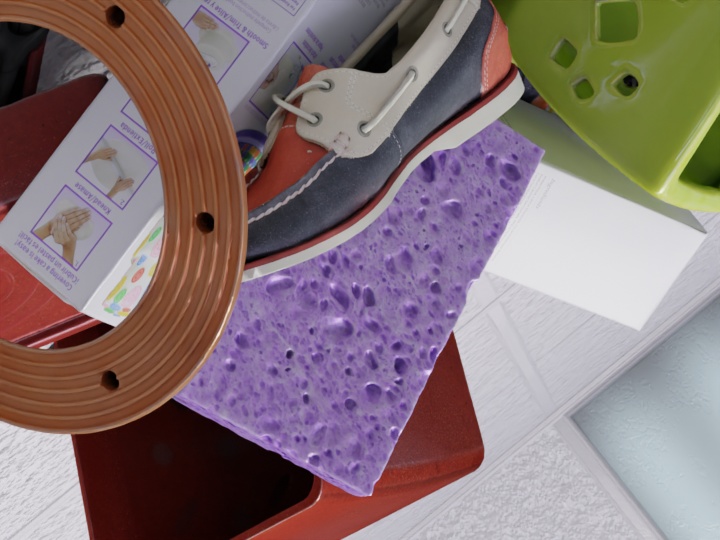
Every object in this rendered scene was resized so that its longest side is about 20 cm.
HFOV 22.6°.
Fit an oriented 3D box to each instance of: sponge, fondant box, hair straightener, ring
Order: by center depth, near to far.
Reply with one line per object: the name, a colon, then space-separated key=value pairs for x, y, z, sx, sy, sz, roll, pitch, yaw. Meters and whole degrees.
ring: x=-0.129 y=-0.034 z=0.711 sx=0.201 sy=0.201 sz=0.019 roll=-46 pitch=172 yaw=28
fondant box: x=-0.059 y=-0.065 z=0.804 sx=0.201 sy=0.058 sz=0.144 roll=-54 pitch=165 yaw=-1
hair straightener: x=-0.176 y=-0.062 z=0.810 sx=0.077 sy=0.041 sz=0.200 roll=-29 pitch=168 yaw=-31
sponge: x=0.000 y=0.000 z=0.898 sx=0.201 sy=0.111 sz=0.030 roll=-62 pitch=-167 yaw=-11

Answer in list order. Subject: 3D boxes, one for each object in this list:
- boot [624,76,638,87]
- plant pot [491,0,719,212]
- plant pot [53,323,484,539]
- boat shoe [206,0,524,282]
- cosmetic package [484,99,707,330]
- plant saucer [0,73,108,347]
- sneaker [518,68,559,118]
boot: x=0.169 y=-0.124 z=1.235 sx=0.149 sy=0.074 sz=0.200 roll=-3 pitch=-167 yaw=16
plant pot: x=0.171 y=-0.165 z=1.026 sx=0.200 sy=0.181 sz=0.200 roll=-58 pitch=160 yaw=11
plant pot: x=-0.043 y=0.071 z=1.056 sx=0.175 sy=0.202 sz=0.199 roll=6 pitch=151 yaw=-43
boat shoe: x=-0.006 y=-0.061 z=0.754 sx=0.071 sy=0.063 sz=0.200 roll=3 pitch=-146 yaw=48
cosmetic package: x=0.105 y=-0.049 z=1.126 sx=0.199 sy=0.108 sz=0.085 roll=22 pitch=112 yaw=-30
plant saucer: x=-0.194 y=0.003 z=0.855 sx=0.198 sy=0.037 sz=0.200 roll=-22 pitch=157 yaw=-9
sneaker: x=0.123 y=-0.173 z=1.159 sx=0.090 sy=0.070 sz=0.201 roll=30 pitch=99 yaw=-39
